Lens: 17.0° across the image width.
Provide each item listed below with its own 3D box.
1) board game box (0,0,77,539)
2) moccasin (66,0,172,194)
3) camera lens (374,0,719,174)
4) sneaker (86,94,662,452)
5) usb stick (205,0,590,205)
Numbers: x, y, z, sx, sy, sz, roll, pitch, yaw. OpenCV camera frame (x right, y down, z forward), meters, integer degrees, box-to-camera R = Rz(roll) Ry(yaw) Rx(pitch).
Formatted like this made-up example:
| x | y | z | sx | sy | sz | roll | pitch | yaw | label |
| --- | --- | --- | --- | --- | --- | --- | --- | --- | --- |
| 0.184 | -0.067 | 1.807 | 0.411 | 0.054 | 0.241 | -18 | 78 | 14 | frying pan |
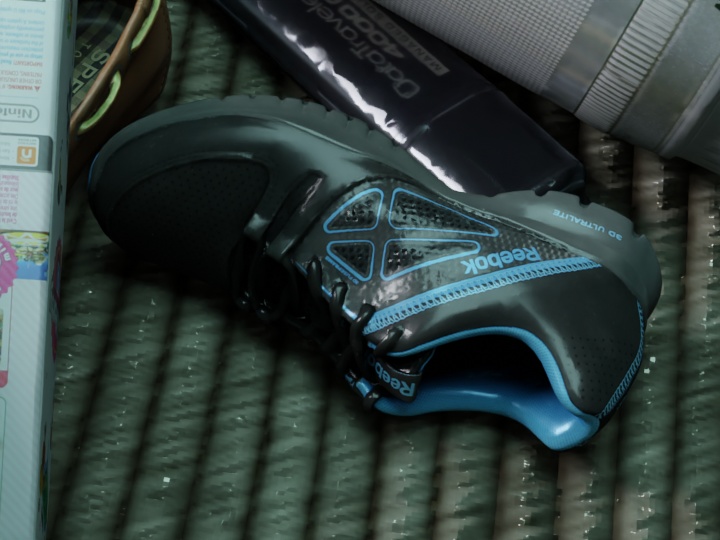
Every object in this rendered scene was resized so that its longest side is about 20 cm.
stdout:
| x | y | z | sx | sy | sz | roll | pitch | yaw | label |
| --- | --- | --- | --- | --- | --- | --- | --- | --- | --- |
| -0.165 | -0.007 | 0.734 | 0.147 | 0.064 | 0.201 | 3 | 78 | -5 | board game box |
| -0.130 | -0.044 | 0.826 | 0.074 | 0.078 | 0.201 | 33 | 53 | 18 | moccasin |
| 0.084 | -0.145 | 0.878 | 0.200 | 0.160 | 0.160 | 30 | 49 | 1 | camera lens |
| 0.000 | 0.000 | 0.808 | 0.199 | 0.073 | 0.082 | 13 | 48 | 6 | sneaker |
| 0.005 | -0.076 | 0.908 | 0.055 | 0.033 | 0.200 | -32 | 59 | -24 | usb stick |
